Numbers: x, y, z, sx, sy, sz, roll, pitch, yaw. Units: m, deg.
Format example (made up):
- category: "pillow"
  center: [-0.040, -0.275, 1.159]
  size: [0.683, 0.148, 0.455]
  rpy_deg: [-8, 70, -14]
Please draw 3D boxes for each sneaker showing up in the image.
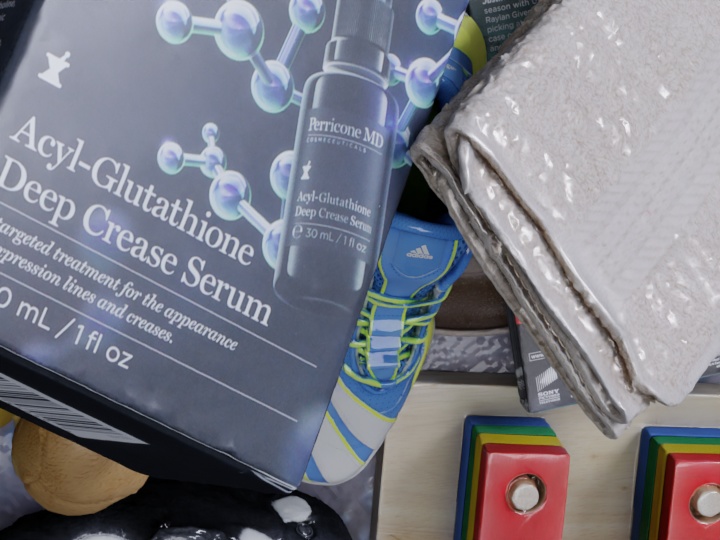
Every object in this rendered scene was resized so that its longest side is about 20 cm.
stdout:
- category: "sneaker"
  center: [0.000, 0.000, 0.811]
  size: [0.075, 0.105, 0.202]
  rpy_deg: [9, 108, -6]

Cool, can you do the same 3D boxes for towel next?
- category: "towel"
  center: [0.103, -0.047, 0.771]
  size: [0.133, 0.034, 0.200]
  rpy_deg: [54, 48, -17]

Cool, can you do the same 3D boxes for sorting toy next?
- category: "sorting toy"
  center: [0.104, 0.151, 0.916]
  size: [0.198, 0.070, 0.201]
  rpy_deg: [3, 103, -9]

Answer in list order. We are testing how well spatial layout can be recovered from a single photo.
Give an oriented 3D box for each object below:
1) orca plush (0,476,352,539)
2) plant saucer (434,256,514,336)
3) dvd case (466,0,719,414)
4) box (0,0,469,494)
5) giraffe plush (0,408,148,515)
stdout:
- category: "orca plush"
  center: [-0.104, 0.109, 0.893]
  size: [0.198, 0.072, 0.105]
  rpy_deg: [-15, 150, 6]
- category: "plant saucer"
  center: [0.045, -0.074, 0.872]
  size: [0.198, 0.032, 0.202]
  rpy_deg: [-2, 103, -8]
- category: "dvd case"
  center: [0.119, -0.053, 0.861]
  size: [0.145, 0.022, 0.202]
  rpy_deg: [-12, 106, -5]
- category: "box"
  center: [-0.070, -0.049, 0.716]
  size: [0.148, 0.107, 0.201]
  rpy_deg: [28, 73, -32]
- category: "giraffe plush"
  center: [-0.137, 0.033, 0.816]
  size: [0.161, 0.172, 0.202]
  rpy_deg: [9, 85, -21]
